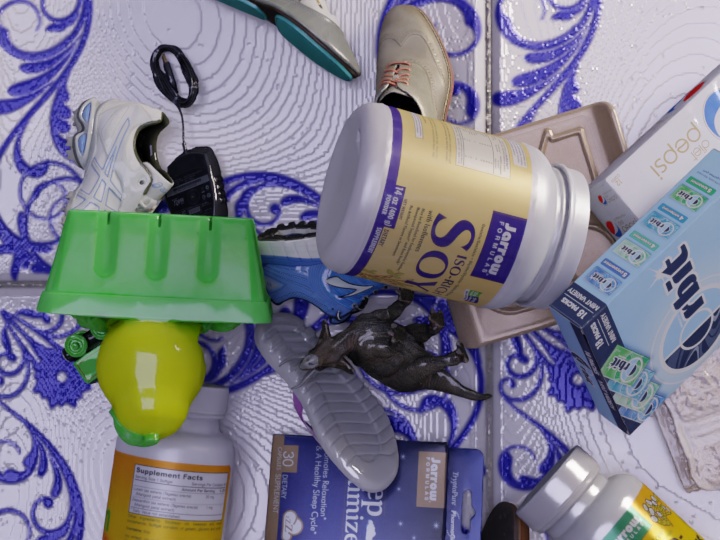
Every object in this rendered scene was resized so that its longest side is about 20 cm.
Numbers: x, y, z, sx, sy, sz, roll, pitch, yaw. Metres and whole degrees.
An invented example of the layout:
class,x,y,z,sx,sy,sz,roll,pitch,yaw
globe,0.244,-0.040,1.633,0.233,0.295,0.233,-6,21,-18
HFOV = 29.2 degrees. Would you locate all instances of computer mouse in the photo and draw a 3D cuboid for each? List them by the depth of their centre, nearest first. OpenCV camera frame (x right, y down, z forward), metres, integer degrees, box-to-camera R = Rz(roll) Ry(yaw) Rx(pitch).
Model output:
class,x,y,z,sx,sy,sz,roll,pitch,yaw
computer mouse,-0.165,-0.124,1.333,0.058,0.034,0.201,-16,79,25

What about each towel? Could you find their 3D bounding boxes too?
class,x,y,z,sx,sy,sz,roll,pitch,yaw
towel,0.365,0.113,1.255,0.199,0.034,0.133,-23,85,4

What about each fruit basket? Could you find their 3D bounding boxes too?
class,x,y,z,sx,sy,sz,roll,pitch,yaw
fruit basket,-0.177,0.049,1.212,0.215,0.156,0.217,0,92,-3

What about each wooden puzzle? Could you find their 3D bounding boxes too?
class,x,y,z,sx,sy,sz,roll,pitch,yaw
wooden puzzle,0.164,-0.041,1.284,0.199,0.046,0.186,-17,84,9

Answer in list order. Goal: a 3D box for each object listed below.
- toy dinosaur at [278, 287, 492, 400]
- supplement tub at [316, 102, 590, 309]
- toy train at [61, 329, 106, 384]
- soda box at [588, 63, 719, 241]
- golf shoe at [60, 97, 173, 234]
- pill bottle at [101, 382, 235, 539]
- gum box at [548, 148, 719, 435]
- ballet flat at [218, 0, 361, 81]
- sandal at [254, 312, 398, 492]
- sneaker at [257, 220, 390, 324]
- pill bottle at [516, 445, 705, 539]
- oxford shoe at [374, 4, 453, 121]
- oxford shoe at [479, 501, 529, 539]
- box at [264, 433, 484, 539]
class,x,y,z,sx,sy,sz,roll,pitch,yaw
toy dinosaur,0.034,0.074,1.267,0.102,0.199,0.077,-35,48,42
supplement tub,0.075,-0.049,1.156,0.199,0.145,0.146,14,88,-13
toy train,-0.194,0.039,1.318,0.200,0.042,0.057,-33,93,3
soda box,0.292,-0.110,1.230,0.200,0.064,0.068,-42,92,-17
golf shoe,-0.226,-0.064,1.302,0.097,0.078,0.201,0,87,16
pill bottle,-0.175,0.202,1.268,0.111,0.111,0.201,7,87,7
gum box,0.267,0.021,1.190,0.200,0.170,0.045,-43,47,-10
ballet flat,-0.073,-0.256,1.312,0.200,0.067,0.064,32,83,7
sandal,-0.032,0.125,1.278,0.203,0.082,0.050,56,135,25
sneaker,0.000,0.000,1.284,0.199,0.079,0.090,-2,109,20
pill bottle,0.238,0.252,1.219,0.200,0.113,0.113,43,91,8
oxford shoe,0.045,-0.167,1.270,0.071,0.074,0.201,-14,66,17
oxford shoe,0.144,0.312,1.260,0.071,0.071,0.201,4,83,-24
box,0.013,0.217,1.277,0.199,0.032,0.122,2,75,5
